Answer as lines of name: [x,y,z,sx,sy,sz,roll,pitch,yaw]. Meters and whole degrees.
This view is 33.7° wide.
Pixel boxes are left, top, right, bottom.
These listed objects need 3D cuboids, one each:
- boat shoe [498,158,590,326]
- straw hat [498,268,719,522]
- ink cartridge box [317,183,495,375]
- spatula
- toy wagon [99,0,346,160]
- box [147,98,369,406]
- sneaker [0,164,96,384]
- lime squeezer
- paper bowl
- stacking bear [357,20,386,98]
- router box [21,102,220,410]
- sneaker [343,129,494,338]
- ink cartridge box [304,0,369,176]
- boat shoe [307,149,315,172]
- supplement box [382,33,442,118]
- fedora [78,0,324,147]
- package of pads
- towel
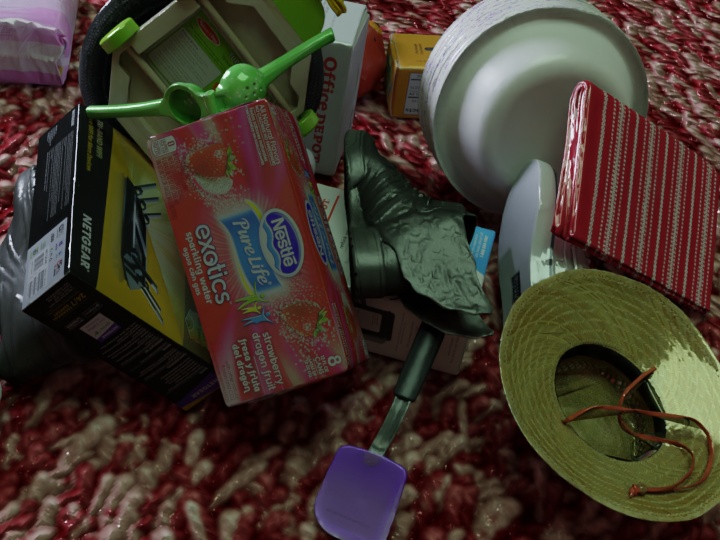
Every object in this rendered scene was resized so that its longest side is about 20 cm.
boat shoe: [0.159,0.004,0.979,0.066,0.072,0.201,12,59,-19]
straw hat: [0.176,0.106,0.883,0.200,0.085,0.202,9,58,-14]
ink cartridge box: [0.000,0.000,0.978,0.199,0.068,0.116,16,42,5]
spatula: [0.025,0.103,0.861,0.056,0.021,0.200,20,59,10]
toy wagon: [-0.099,-0.162,0.935,0.200,0.155,0.040,-35,21,8]
box: [-0.071,-0.012,0.862,0.095,0.201,0.100,-17,-2,9]
sneaker: [-0.256,-0.001,0.914,0.091,0.076,0.200,-28,46,13]
lime squeezer: [-0.112,-0.137,0.881,0.199,0.038,0.071,-18,48,3]
paper bowl: [0.158,-0.140,1.057,0.200,0.201,0.104,-1,30,-12]
stacking bear: [-0.054,-0.255,1.227,0.200,0.114,0.121,42,7,18]
router box: [-0.174,-0.013,0.904,0.157,0.052,0.200,38,26,-36]
sneaker: [0.041,-0.034,0.924,0.104,0.060,0.200,-3,49,-2]
ink cartridge box: [-0.103,-0.186,1.106,0.199,0.146,0.083,12,39,3]
boat shoe: [-0.139,-0.075,1.048,0.199,0.072,0.062,-3,60,-3]
supplement box: [0.126,-0.197,1.227,0.199,0.069,0.067,3,41,-10]
fedora: [-0.131,-0.171,1.000,0.200,0.201,0.092,5,21,-6]
package of pads: [-0.348,-0.267,1.204,0.120,0.076,0.200,4,42,-11]
towel: [0.239,-0.059,1.009,0.200,0.022,0.145,25,67,-36]
